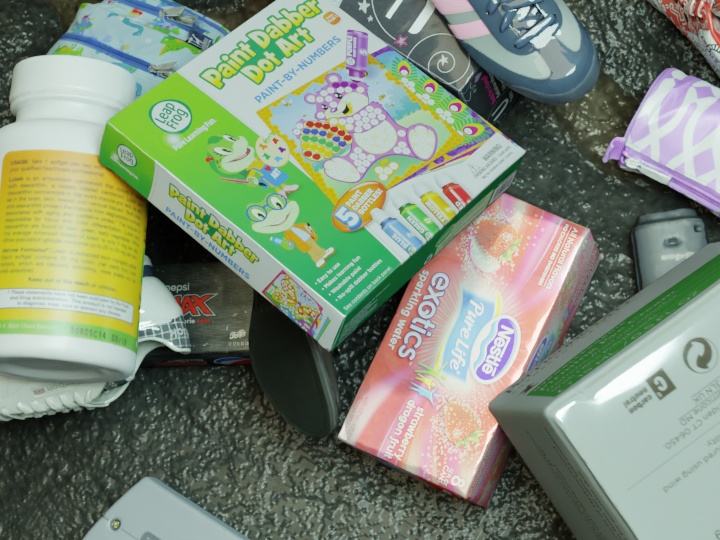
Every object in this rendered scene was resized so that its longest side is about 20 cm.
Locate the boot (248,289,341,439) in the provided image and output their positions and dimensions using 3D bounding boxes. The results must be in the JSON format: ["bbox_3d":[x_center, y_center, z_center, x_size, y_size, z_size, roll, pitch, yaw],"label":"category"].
[{"bbox_3d":[0.000,0.000,1.200,0.069,0.174,0.200,-9,97,49],"label":"boot"}]

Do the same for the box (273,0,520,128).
[{"bbox_3d":[0.032,-0.200,1.239,0.200,0.132,0.115,34,86,17],"label":"box"}]

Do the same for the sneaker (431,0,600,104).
[{"bbox_3d":[0.075,-0.189,1.117,0.070,0.082,0.200,-43,77,-1],"label":"sneaker"}]

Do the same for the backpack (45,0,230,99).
[{"bbox_3d":[-0.136,-0.121,1.261,0.200,0.163,0.154,12,72,22],"label":"backpack"}]

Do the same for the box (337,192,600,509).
[{"bbox_3d":[0.078,0.051,1.194,0.103,0.095,0.200,24,85,16],"label":"box"}]

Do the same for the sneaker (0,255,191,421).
[{"bbox_3d":[-0.215,0.069,1.208,0.200,0.076,0.081,-32,82,7],"label":"sneaker"}]

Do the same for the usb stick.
[{"bbox_3d":[0.223,0.057,1.192,0.055,0.033,0.200,-9,76,12],"label":"usb stick"}]

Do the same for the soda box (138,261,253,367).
[{"bbox_3d":[-0.122,0.033,1.262,0.200,0.063,0.071,-2,77,12],"label":"soda box"}]

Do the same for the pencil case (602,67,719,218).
[{"bbox_3d":[0.267,-0.061,1.178,0.200,0.084,0.086,30,51,19],"label":"pencil case"}]

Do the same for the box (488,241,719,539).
[{"bbox_3d":[0.224,0.107,1.067,0.199,0.171,0.200,-35,91,-9],"label":"box"}]

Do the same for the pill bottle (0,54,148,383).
[{"bbox_3d":[-0.195,-0.033,1.137,0.111,0.111,0.200,0,77,13],"label":"pill bottle"}]

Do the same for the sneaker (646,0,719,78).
[{"bbox_3d":[0.241,-0.195,1.202,0.067,0.108,0.202,-35,72,4],"label":"sneaker"}]

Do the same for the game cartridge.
[{"bbox_3d":[-0.162,0.256,1.234,0.133,0.042,0.200,30,86,25],"label":"game cartridge"}]

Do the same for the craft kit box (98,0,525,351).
[{"bbox_3d":[-0.028,-0.074,1.117,0.197,0.049,0.200,37,52,14],"label":"craft kit box"}]
